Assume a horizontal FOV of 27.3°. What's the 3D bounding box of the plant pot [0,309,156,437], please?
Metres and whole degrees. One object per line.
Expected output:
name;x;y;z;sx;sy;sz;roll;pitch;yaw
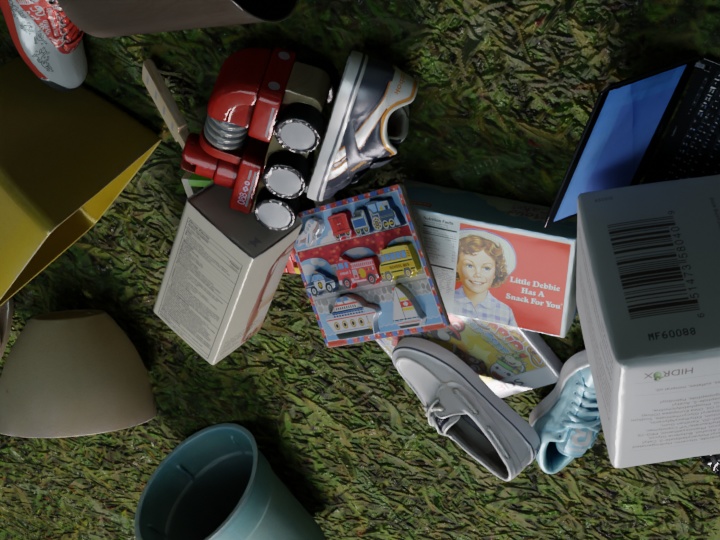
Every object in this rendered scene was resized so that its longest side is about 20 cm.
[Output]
plant pot;-0.358;0.121;1.845;0.199;0.200;0.135;-1;96;27

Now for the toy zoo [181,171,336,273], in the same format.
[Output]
toy zoo;-0.091;-0.052;1.638;0.199;0.021;0.132;5;133;23

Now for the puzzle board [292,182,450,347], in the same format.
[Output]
puzzle board;0.000;0.000;1.535;0.200;0.017;0.151;-12;98;51

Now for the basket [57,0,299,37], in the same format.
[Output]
basket;-0.180;-0.290;1.372;0.199;0.136;0.181;-9;125;38

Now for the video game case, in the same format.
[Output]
video game case;0.103;0.072;1.659;0.182;0.023;0.200;-21;119;39

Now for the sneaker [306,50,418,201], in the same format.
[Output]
sneaker;0.001;-0.129;1.473;0.079;0.079;0.200;17;145;-5

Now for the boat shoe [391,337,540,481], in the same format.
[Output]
boat shoe;0.107;0.153;1.644;0.200;0.065;0.074;37;140;14

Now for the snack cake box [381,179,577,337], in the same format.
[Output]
snack cake box;0.125;-0.014;1.512;0.199;0.067;0.116;12;119;16

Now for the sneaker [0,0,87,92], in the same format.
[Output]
sneaker;-0.305;-0.271;1.497;0.107;0.067;0.202;-3;128;32

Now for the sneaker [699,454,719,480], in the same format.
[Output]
sneaker;0.387;0.199;1.573;0.199;0.112;0.073;27;137;0

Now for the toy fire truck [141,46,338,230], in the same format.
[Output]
toy fire truck;-0.136;-0.160;1.499;0.199;0.129;0.176;17;138;-4

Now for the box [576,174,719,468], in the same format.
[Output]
box;0.306;0.043;1.339;0.199;0.200;0.172;-7;140;1

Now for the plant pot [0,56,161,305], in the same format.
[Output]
plant pot;-0.372;-0.108;1.610;0.176;0.200;0.200;45;136;-4

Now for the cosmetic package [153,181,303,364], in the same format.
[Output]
cosmetic package;-0.147;-0.003;1.619;0.103;0.087;0.200;42;141;13

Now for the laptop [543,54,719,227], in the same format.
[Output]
laptop;0.295;-0.093;1.340;0.199;0.103;0.178;23;138;5

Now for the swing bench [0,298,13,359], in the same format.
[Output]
swing bench;-0.561;0.030;1.883;0.198;0.130;0.201;14;142;14

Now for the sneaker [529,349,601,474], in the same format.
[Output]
sneaker;0.244;0.158;1.617;0.074;0.082;0.200;5;145;-13

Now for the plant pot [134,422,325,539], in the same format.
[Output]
plant pot;-0.158;0.339;1.942;0.200;0.201;0.196;-14;132;36
